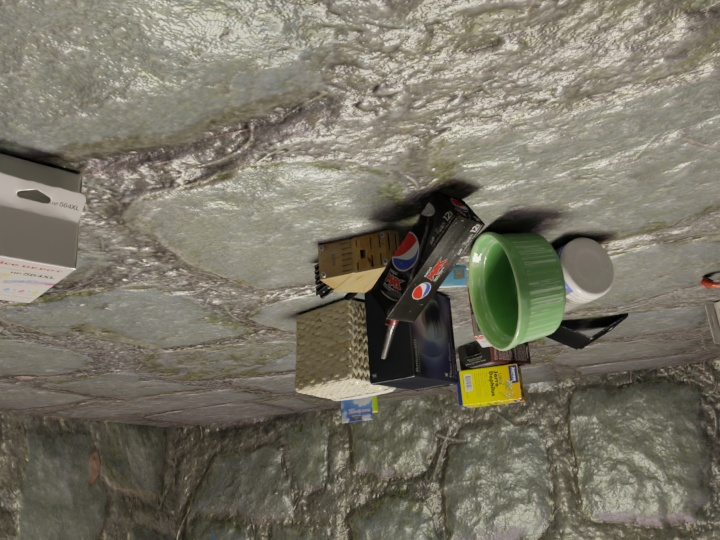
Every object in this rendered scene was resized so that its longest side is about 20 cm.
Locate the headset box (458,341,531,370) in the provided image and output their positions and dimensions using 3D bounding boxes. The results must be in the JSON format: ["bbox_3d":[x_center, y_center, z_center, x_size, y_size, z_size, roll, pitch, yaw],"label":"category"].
[{"bbox_3d":[0.417,0.270,2.146,0.196,0.079,0.148,6,160,-35],"label":"headset box"}]

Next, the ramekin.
[{"bbox_3d":[0.271,0.030,1.175,0.095,0.205,0.200,-8,164,-14],"label":"ramekin"}]

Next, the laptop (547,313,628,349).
[{"bbox_3d":[0.654,0.162,1.985,0.197,0.104,0.178,-31,163,-4],"label":"laptop"}]

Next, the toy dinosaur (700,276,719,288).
[{"bbox_3d":[0.890,0.019,1.559,0.177,0.106,0.203,13,120,-14],"label":"toy dinosaur"}]

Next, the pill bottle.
[{"bbox_3d":[0.384,0.023,1.309,0.111,0.117,0.200,1,161,-18],"label":"pill bottle"}]

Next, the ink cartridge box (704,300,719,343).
[{"bbox_3d":[1.029,0.140,1.834,0.196,0.120,0.067,6,159,-32],"label":"ink cartridge box"}]

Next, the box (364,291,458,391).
[{"bbox_3d":[0.114,0.151,1.489,0.121,0.205,0.197,-16,160,34],"label":"box"}]

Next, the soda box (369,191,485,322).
[{"bbox_3d":[0.098,-0.017,1.034,0.070,0.064,0.202,10,122,-41],"label":"soda box"}]

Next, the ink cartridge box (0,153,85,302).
[{"bbox_3d":[-0.438,-0.051,0.841,0.127,0.128,0.198,11,157,-41],"label":"ink cartridge box"}]

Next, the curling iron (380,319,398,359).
[{"bbox_3d":[0.058,0.104,1.336,0.025,0.049,0.203,31,137,20],"label":"curling iron"}]

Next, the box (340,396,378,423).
[{"bbox_3d":[-0.008,0.381,2.168,0.120,0.205,0.047,-13,161,26],"label":"box"}]

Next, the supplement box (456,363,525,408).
[{"bbox_3d":[0.408,0.365,2.128,0.195,0.112,0.109,-11,163,18],"label":"supplement box"}]

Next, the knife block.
[{"bbox_3d":[0.000,0.000,1.220,0.196,0.066,0.175,-12,162,19],"label":"knife block"}]

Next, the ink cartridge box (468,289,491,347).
[{"bbox_3d":[0.276,0.100,1.525,0.049,0.112,0.200,-10,161,16],"label":"ink cartridge box"}]

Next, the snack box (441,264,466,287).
[{"bbox_3d":[0.113,0.007,1.211,0.113,0.038,0.200,-3,-177,-5],"label":"snack box"}]

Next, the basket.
[{"bbox_3d":[-0.040,0.187,1.576,0.197,0.203,0.159,-19,154,39],"label":"basket"}]
